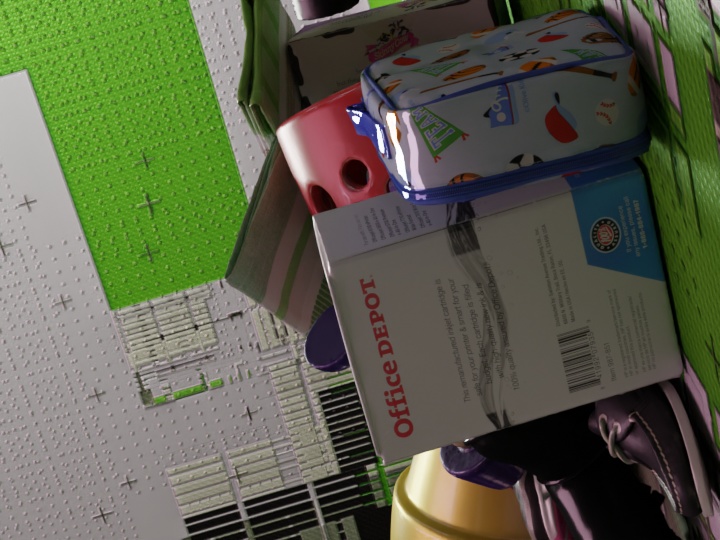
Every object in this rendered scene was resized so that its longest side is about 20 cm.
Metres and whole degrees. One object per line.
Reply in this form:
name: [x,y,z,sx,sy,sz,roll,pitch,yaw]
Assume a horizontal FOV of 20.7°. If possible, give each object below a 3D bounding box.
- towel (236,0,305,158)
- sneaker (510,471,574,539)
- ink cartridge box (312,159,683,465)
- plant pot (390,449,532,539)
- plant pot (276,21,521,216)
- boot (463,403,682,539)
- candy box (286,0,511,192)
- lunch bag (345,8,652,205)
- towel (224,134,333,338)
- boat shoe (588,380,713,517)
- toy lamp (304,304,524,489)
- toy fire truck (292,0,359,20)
towel: [-0.056,-0.121,1.538,0.200,0.031,0.150,62,-160,-50]
sneaker: [0.104,0.127,1.472,0.074,0.087,0.201,26,-141,-57]
ink cartridge box: [0.084,0.015,1.224,0.084,0.199,0.146,-111,5,-64]
plant pot: [0.126,0.154,1.605,0.201,0.200,0.190,-110,20,-68]
plant pot: [0.063,-0.055,1.369,0.200,0.200,0.183,119,130,-88]
boot: [0.151,0.153,1.344,0.163,0.073,0.198,64,-159,9]
candy box: [0.051,-0.111,1.545,0.072,0.167,0.201,-59,-45,-69]
lunch bag: [0.076,-0.095,1.148,0.200,0.159,0.076,-116,11,-76]
towel: [0.000,0.000,1.438,0.200,0.023,0.153,36,-131,-24]
boat shoe: [0.176,0.090,1.277,0.200,0.060,0.074,-107,0,-48]
toy lamp: [0.043,0.092,1.358,0.200,0.058,0.058,39,-160,-34]
toy fire truck: [0.017,-0.245,1.421,0.200,0.175,0.129,-110,4,-72]
